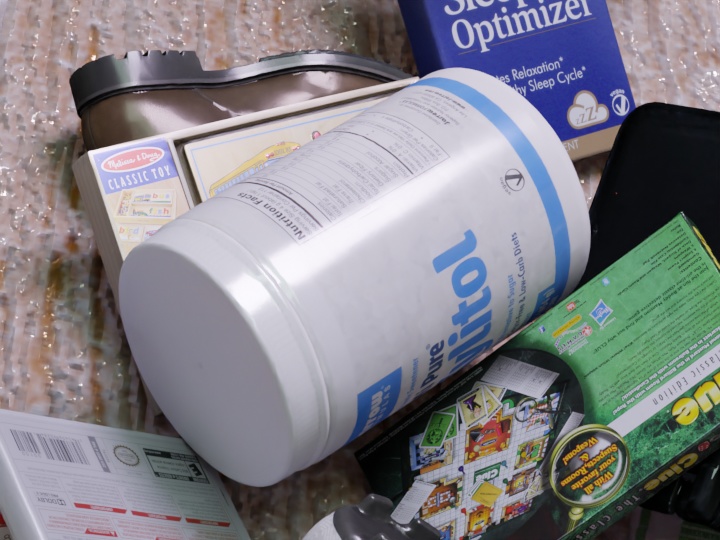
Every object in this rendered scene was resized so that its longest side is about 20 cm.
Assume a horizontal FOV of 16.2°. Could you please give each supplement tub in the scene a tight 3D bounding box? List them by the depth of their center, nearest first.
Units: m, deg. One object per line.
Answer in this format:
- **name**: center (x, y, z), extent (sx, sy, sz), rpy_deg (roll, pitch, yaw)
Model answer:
- **supplement tub**: center (0.000, 0.000, 1.201), extent (0.199, 0.132, 0.132), rpy_deg (-32, 65, -30)

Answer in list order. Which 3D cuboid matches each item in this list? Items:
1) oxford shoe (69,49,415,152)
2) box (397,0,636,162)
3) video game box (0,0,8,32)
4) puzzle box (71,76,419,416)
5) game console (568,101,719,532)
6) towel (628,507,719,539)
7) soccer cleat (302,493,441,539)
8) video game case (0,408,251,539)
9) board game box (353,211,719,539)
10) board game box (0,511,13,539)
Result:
- **oxford shoe**: center (-0.053, -0.068, 1.340), extent (0.198, 0.073, 0.085), rpy_deg (-6, 72, -24)
- **box**: center (0.077, -0.153, 1.403), extent (0.120, 0.032, 0.202), rpy_deg (-17, 90, -30)
- **video game box**: center (-0.315, -0.142, 1.319), extent (0.182, 0.047, 0.200), rpy_deg (38, 48, 18)
- **puzzle box**: center (-0.035, -0.016, 1.279), extent (0.199, 0.025, 0.134), rpy_deg (-16, 82, -30)
- **game console**: center (0.195, 0.036, 1.239), extent (0.175, 0.116, 0.201), rpy_deg (24, 79, -17)
- **towel**: center (0.239, 0.083, 1.240), extent (0.198, 0.023, 0.154), rpy_deg (8, 78, 11)
- **soccer cleat**: center (0.046, 0.177, 1.150), extent (0.199, 0.086, 0.070), rpy_deg (34, 20, -19)
- **video game case**: center (-0.084, 0.150, 1.111), extent (0.143, 0.018, 0.201), rpy_deg (15, 37, -49)
- **board game box**: center (0.099, 0.072, 1.193), extent (0.023, 0.199, 0.105), rpy_deg (37, 21, -53)
- **board game box**: center (-0.269, 0.060, 1.145), extent (0.194, 0.056, 0.201), rpy_deg (-4, 51, -23)
